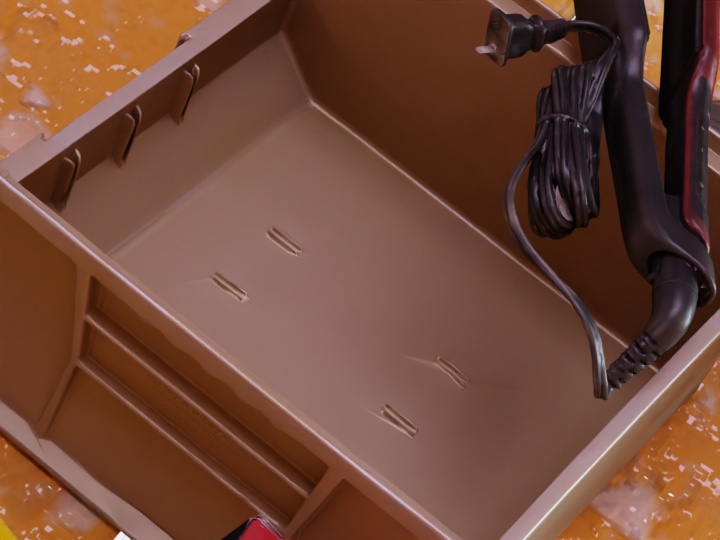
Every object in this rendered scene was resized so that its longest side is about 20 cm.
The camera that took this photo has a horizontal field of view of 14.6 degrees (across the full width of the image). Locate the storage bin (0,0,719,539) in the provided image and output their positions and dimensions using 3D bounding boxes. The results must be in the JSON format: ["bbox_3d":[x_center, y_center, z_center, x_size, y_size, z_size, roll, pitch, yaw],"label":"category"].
[{"bbox_3d":[0.000,0.000,0.847,0.198,0.094,0.200,38,47,12],"label":"storage bin"}]

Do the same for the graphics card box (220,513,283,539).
[{"bbox_3d":[-0.039,0.171,0.687,0.125,0.051,0.200,44,44,-8],"label":"graphics card box"}]

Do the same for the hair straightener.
[{"bbox_3d":[0.067,-0.046,0.833,0.077,0.041,0.200,16,50,-10],"label":"hair straightener"}]

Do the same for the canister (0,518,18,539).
[{"bbox_3d":[-0.187,0.101,0.682,0.200,0.087,0.149,-27,65,-40],"label":"canister"}]

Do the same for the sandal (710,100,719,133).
[{"bbox_3d":[0.162,0.015,0.931,0.081,0.055,0.200,-5,53,-27],"label":"sandal"}]
